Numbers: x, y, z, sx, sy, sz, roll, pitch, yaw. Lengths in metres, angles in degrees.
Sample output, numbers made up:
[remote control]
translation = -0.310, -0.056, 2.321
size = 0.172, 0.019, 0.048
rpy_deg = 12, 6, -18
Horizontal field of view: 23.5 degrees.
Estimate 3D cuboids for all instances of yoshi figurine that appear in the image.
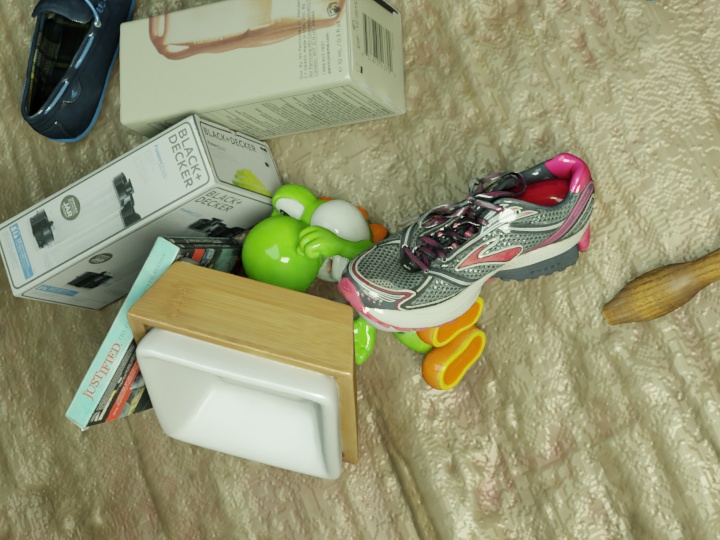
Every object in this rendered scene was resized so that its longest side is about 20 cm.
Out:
[yoshi figurine]
translation = -0.010, 0.012, 1.273
size = 0.200, 0.112, 0.113
rpy_deg = 36, 105, 30

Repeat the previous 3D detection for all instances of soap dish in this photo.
[soap dish]
translation = -0.074, 0.072, 1.230
size = 0.157, 0.200, 0.081
rpy_deg = 14, 68, 7

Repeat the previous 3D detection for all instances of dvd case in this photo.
[dvd case]
translation = -0.146, 0.042, 1.285
size = 0.022, 0.200, 0.146
rpy_deg = 29, 97, 10

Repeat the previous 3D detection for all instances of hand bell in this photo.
[hand bell]
translation = 0.249, -0.006, 1.168
size = 0.200, 0.104, 0.104
rpy_deg = -29, 70, 33

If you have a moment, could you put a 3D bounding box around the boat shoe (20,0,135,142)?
[boat shoe]
translation = -0.233, -0.208, 1.438
size = 0.084, 0.069, 0.200
rpy_deg = 3, 83, 27

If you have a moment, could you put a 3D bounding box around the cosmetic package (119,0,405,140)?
[cosmetic package]
translation = -0.076, -0.156, 1.333
size = 0.200, 0.103, 0.087
rpy_deg = -8, 77, 24

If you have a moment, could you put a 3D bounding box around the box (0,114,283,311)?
[box]
translation = -0.171, -0.041, 1.355
size = 0.200, 0.117, 0.060
rpy_deg = -27, 71, 20

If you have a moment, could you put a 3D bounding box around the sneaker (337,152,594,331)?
[sneaker]
translation = 0.072, -0.025, 1.193
size = 0.200, 0.075, 0.081
rpy_deg = -25, 53, -24
